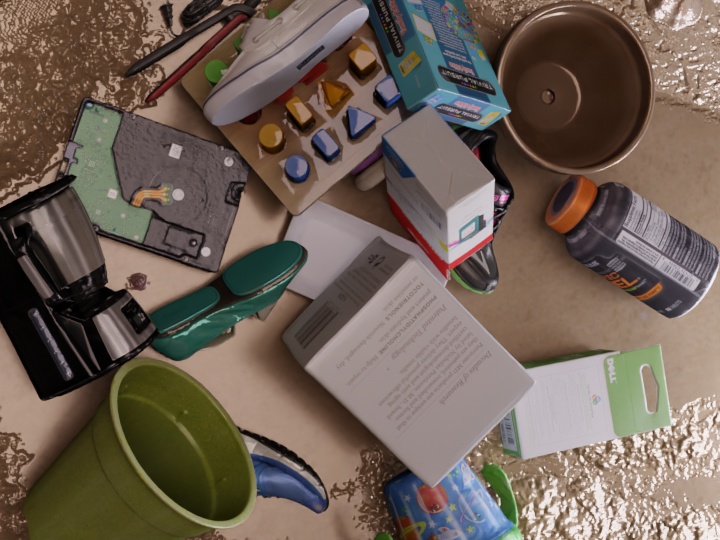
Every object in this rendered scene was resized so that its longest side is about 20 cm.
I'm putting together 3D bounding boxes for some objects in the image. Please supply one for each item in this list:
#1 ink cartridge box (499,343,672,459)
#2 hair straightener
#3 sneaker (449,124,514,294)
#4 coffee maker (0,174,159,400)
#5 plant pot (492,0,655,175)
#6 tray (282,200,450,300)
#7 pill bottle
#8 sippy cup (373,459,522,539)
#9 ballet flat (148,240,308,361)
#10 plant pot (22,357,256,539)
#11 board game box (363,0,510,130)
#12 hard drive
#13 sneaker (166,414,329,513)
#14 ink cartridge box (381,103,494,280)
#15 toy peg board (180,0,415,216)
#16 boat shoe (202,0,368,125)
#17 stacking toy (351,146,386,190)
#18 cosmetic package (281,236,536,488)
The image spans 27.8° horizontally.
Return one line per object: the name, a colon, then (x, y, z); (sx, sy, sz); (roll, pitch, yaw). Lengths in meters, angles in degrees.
ink cartridge box: (0.263, 0.152, 1.729); (0.200, 0.059, 0.104); (-10, 93, -16)
hair straightener: (-0.185, -0.276, 1.612); (0.200, 0.041, 0.077); (-43, 101, -12)
sneaker: (0.133, -0.071, 1.675); (0.077, 0.084, 0.200); (-10, 94, -44)
coffee maker: (-0.335, 0.025, 1.525); (0.135, 0.192, 0.200); (-39, 107, -51)
plant pot: (0.236, -0.210, 1.709); (0.200, 0.093, 0.201); (0, 89, -17)
tray: (0.000, 0.000, 1.674); (0.200, 0.022, 0.108); (24, 82, -15)
pill bottle: (0.318, -0.035, 1.724); (0.200, 0.106, 0.106); (31, 81, -13)
sippy cup: (0.095, 0.278, 1.649); (0.139, 0.178, 0.131); (-28, 86, 14)
ballet flat: (-0.142, 0.037, 1.609); (0.200, 0.067, 0.070); (-30, 135, -7)
plant pot: (-0.244, 0.225, 1.503); (0.190, 0.200, 0.200); (-37, 101, 22)
board game box: (0.075, -0.261, 1.607); (0.151, 0.047, 0.200); (7, 57, -53)
hard drive: (-0.232, -0.092, 1.599); (0.200, 0.038, 0.140); (18, 84, -16)
sneaker: (-0.129, 0.226, 1.613); (0.200, 0.079, 0.089); (26, 90, -6)
ink cartridge box: (0.086, -0.080, 1.593); (0.067, 0.200, 0.116); (-35, 70, -10)
toy peg board: (-0.061, -0.198, 1.563); (0.200, 0.098, 0.199); (-40, 88, -1)
boat shoe: (-0.089, -0.230, 1.491); (0.200, 0.071, 0.070); (-39, 76, 3)
stacking toy: (-0.024, -0.191, 1.645); (0.085, 0.085, 0.200); (-38, 94, -13)
cosmetic package: (0.048, 0.096, 1.593); (0.166, 0.167, 0.200); (-46, 106, -2)
